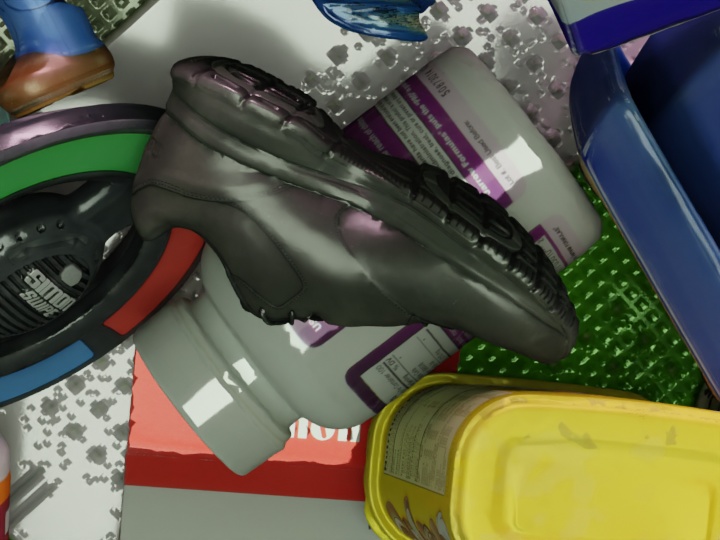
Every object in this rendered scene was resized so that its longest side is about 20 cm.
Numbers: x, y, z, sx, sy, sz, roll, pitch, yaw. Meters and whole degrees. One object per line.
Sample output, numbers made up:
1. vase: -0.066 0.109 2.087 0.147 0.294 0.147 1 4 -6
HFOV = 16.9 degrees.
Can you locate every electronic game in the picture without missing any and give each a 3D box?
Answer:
1. electronic game: -0.148 0.000 1.050 0.200 0.200 0.042 -36 64 3

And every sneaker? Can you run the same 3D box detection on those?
1. sneaker: -0.004 -0.009 1.002 0.200 0.076 0.091 30 105 2

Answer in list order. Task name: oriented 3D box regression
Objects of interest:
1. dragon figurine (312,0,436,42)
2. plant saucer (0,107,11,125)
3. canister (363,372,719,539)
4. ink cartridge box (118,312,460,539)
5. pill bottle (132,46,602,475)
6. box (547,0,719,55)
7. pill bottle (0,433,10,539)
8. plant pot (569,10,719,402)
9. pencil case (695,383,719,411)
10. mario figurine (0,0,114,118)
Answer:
1. dragon figurine: 0.005 -0.135 1.066 0.200 0.099 0.059 11 101 -7
2. plant saucer: -0.256 -0.051 1.095 0.201 0.039 0.201 -1 102 -5
3. canister: 0.088 0.092 1.049 0.148 0.200 0.087 6 88 -8
4. ink cartridge box: -0.036 0.128 1.147 0.161 0.050 0.200 4 104 -6
5. pill bottle: 0.000 0.000 1.087 0.200 0.112 0.112 -37 102 2
6. box: 0.081 -0.216 0.917 0.105 0.184 0.200 -23 146 4
7. pill bottle: -0.219 0.170 1.107 0.113 0.113 0.200 2 102 -5
8. plant pot: 0.202 -0.048 1.056 0.180 0.200 0.200 -30 103 9
9. pencil case: 0.207 0.100 1.081 0.078 0.200 0.090 -18 104 -2
10. mario figurine: -0.182 -0.158 1.020 0.106 0.123 0.200 -29 99 -43
